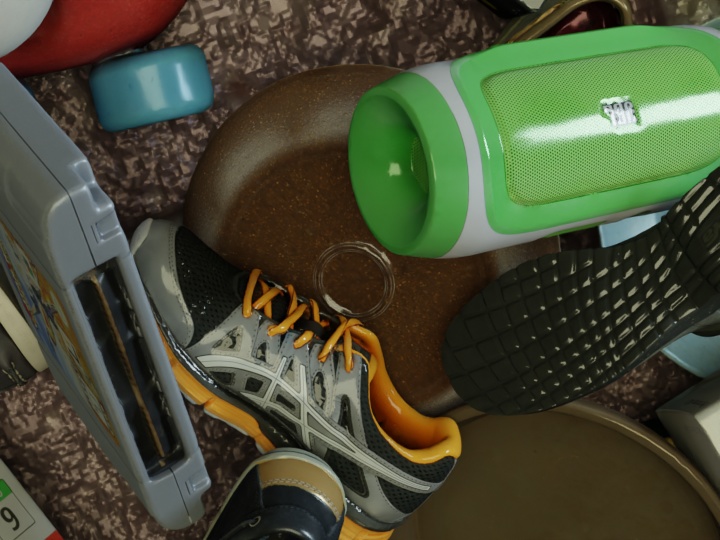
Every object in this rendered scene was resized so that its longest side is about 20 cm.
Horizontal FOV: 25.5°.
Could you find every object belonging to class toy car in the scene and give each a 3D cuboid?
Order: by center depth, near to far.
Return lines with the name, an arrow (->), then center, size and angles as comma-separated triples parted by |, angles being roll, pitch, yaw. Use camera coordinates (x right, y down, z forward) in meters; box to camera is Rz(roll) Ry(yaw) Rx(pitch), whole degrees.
toy car -> -0.161, -0.145, 0.722 | 0.174, 0.200, 0.187 | -14, 98, -1

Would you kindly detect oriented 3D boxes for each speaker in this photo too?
speaker -> 0.096, -0.062, 0.729 | 0.198, 0.088, 0.090 | -13, 98, -29

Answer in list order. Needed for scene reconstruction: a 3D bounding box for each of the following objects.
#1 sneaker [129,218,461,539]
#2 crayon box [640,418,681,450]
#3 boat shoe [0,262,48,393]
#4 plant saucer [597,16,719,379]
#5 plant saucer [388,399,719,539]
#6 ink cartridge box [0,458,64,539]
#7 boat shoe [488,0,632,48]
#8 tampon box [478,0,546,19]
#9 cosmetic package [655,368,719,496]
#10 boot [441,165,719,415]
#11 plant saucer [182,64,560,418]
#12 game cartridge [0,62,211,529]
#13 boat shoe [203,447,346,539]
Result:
sneaker -> -0.031, 0.044, 0.763 | 0.077, 0.079, 0.200 | -35, 110, 23
crayon box -> 0.260, 0.124, 0.851 | 0.197, 0.052, 0.127 | -13, 97, -1
boat shoe -> -0.233, -0.019, 0.798 | 0.062, 0.073, 0.201 | -35, 102, -1
plant saucer -> 0.218, -0.038, 0.836 | 0.198, 0.039, 0.204 | 0, 97, -3
plant saucer -> 0.103, 0.146, 0.815 | 0.198, 0.029, 0.202 | 11, 120, 19
ink cartridge box -> -0.202, 0.161, 0.805 | 0.109, 0.050, 0.201 | -38, 91, 25
boat shoe -> 0.066, -0.067, 0.809 | 0.074, 0.066, 0.201 | 34, 95, -7
tampon box -> 0.076, -0.245, 0.759 | 0.149, 0.126, 0.201 | 36, 95, -6
cosmetic package -> 0.251, 0.047, 0.768 | 0.199, 0.104, 0.074 | -31, 87, -3
boot -> 0.147, 0.019, 0.762 | 0.199, 0.130, 0.068 | -29, 68, 19
plant saucer -> 0.000, 0.000, 0.795 | 0.198, 0.037, 0.203 | 5, 113, 12
game cartridge -> -0.129, 0.012, 0.719 | 0.041, 0.133, 0.202 | -32, 134, -20
boat shoe -> -0.064, 0.178, 0.751 | 0.074, 0.062, 0.202 | 23, 112, -9
